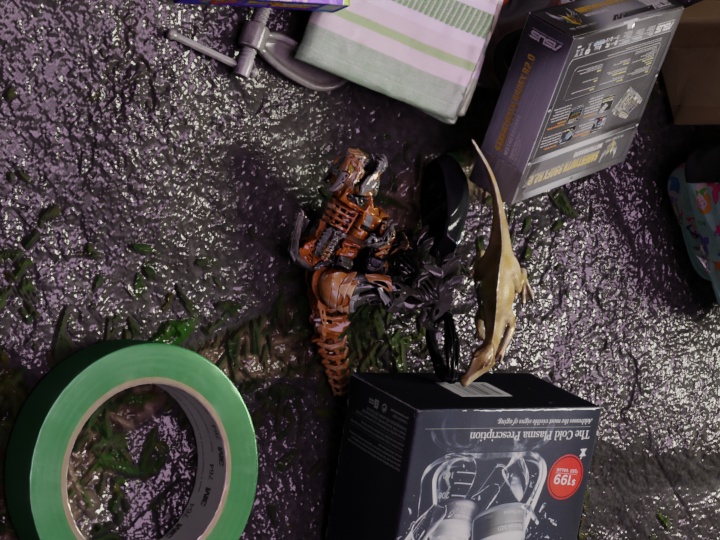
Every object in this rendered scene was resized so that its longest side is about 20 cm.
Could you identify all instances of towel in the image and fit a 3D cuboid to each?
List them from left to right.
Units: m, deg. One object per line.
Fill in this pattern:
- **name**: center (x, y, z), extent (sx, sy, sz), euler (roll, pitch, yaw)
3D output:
- **towel**: center (0.049, -0.238, 1.561), extent (0.152, 0.023, 0.201), euler (21, 89, -15)

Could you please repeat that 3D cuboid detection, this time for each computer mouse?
- **computer mouse**: center (0.077, -0.002, 1.608), extent (0.034, 0.059, 0.202), euler (6, 73, -22)

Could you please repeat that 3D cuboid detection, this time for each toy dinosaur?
- **toy dinosaur**: center (0.000, 0.000, 1.573), extent (0.135, 0.102, 0.201), euler (3, 130, -21)
- **toy dinosaur**: center (0.114, 0.001, 1.570), extent (0.058, 0.101, 0.202), euler (2, 77, 6)

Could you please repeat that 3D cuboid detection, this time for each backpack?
- **backpack**: center (0.394, -0.044, 1.794), extent (0.177, 0.150, 0.201), euler (-28, 101, -27)

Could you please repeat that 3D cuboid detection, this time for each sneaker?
- **sneaker**: center (0.164, -0.224, 1.653), extent (0.200, 0.082, 0.077), euler (-51, 142, -15)

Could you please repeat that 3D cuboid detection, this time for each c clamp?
- **c clamp**: center (-0.048, -0.236, 1.549), extent (0.170, 0.027, 0.201), euler (31, 76, -32)

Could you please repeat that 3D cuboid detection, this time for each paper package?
- **paper package**: center (0.402, -0.214, 1.765), extent (0.199, 0.190, 0.104), euler (-24, 106, -30)

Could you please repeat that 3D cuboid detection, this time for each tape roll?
- **tape roll**: center (-0.174, 0.155, 1.472), extent (0.199, 0.048, 0.202), euler (-3, 95, -35)

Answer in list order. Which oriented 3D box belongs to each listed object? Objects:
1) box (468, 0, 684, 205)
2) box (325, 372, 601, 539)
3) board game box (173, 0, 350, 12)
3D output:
- **box**: center (0.186, -0.153, 1.628), extent (0.199, 0.048, 0.159), euler (-22, 138, -50)
- **box**: center (0.084, 0.187, 1.601), extent (0.199, 0.104, 0.184), euler (1, 104, -34)
- **board game box**: center (-0.076, -0.308, 1.491), extent (0.133, 0.045, 0.202), euler (0, 90, -20)
